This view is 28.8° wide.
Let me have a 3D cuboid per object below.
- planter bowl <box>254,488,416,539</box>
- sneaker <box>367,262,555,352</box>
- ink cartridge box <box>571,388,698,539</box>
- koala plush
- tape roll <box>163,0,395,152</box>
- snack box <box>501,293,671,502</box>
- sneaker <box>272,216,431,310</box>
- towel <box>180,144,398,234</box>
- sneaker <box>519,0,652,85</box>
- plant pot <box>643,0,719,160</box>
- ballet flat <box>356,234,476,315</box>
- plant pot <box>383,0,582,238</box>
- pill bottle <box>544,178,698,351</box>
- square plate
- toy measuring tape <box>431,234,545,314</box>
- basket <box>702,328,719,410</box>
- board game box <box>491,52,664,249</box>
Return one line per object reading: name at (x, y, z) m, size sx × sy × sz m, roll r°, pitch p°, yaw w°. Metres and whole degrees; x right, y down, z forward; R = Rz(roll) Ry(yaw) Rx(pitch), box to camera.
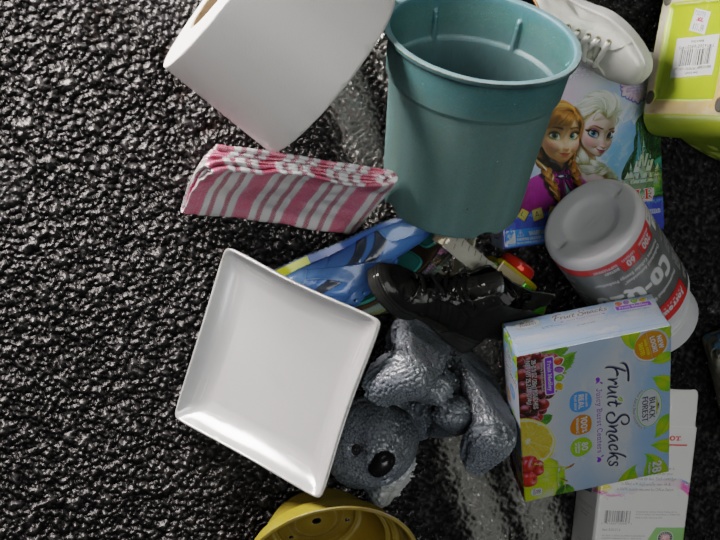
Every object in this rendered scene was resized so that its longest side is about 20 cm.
planter bowl at (-0.041, 0.296, 1.517) m, size 0.199 × 0.084 × 0.202 m, roll -7°, pitch 129°, yaw -9°
sneaker at (0.108, 0.024, 1.462) m, size 0.104 × 0.060 × 0.199 m, roll -35°, pitch 131°, yaw 29°
ink cartridge box at (0.318, 0.227, 1.626) m, size 0.116 × 0.067 × 0.202 m, roll 4°, pitch 98°, yaw -14°
koala plush at (0.039, 0.162, 1.514) m, size 0.177 × 0.184 × 0.200 m, roll 36°, pitch 109°, yaw -19°
tape roll at (-0.081, -0.237, 1.382) m, size 0.139 × 0.203 × 0.203 m, roll 37°, pitch 88°, yaw -17°
snack box at (0.242, 0.137, 1.496) m, size 0.167 × 0.068 × 0.201 m, roll -10°, pitch 124°, yaw -6°
sneaker at (0.000, 0.000, 1.494) m, size 0.199 × 0.066 × 0.079 m, roll -25°, pitch 84°, yaw 0°
towel at (-0.076, -0.076, 1.439) m, size 0.198 × 0.146 × 0.030 m, roll 7°, pitch 69°, yaw -16°
sneaker at (0.213, -0.250, 1.488) m, size 0.199 × 0.073 × 0.085 m, roll 37°, pitch 52°, yaw 10°
plant pot at (0.423, -0.215, 1.504) m, size 0.180 × 0.200 × 0.201 m, roll 10°, pitch 92°, yaw -25°
ballet flat at (0.074, -0.008, 1.533) m, size 0.200 × 0.069 × 0.071 m, roll -46°, pitch 122°, yaw -6°
plant pot at (0.108, -0.152, 1.428) m, size 0.198 × 0.201 × 0.197 m, roll -2°, pitch 126°, yaw -14°
pill bottle at (0.291, 0.003, 1.531) m, size 0.114 × 0.114 × 0.200 m, roll -46°, pitch 131°, yaw -4°
square plate at (-0.086, 0.103, 1.458) m, size 0.199 × 0.028 × 0.200 m, roll 25°, pitch 104°, yaw 26°
toy measuring tape at (0.133, -0.001, 1.530) m, size 0.200 × 0.073 × 0.074 m, roll 35°, pitch 88°, yaw -36°
basket at (0.510, 0.118, 1.623) m, size 0.199 × 0.139 × 0.178 m, roll -20°, pitch 102°, yaw -1°
board game box at (0.238, -0.135, 1.564) m, size 0.198 × 0.041 × 0.201 m, roll -8°, pitch 100°, yaw -14°
